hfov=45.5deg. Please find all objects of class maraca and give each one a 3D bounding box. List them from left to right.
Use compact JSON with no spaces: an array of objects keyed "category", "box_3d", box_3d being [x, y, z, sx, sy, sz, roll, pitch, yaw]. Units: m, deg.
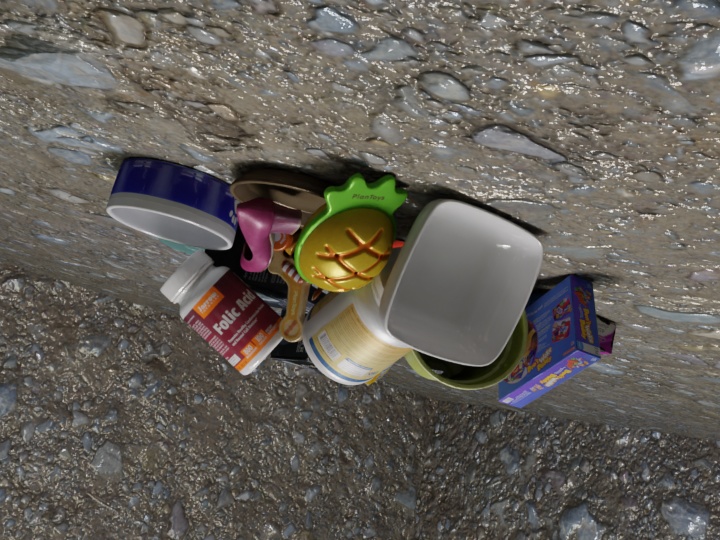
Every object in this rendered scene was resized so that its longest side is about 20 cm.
[{"category":"maraca","box_3d":[-0.013,-0.048,1.111,0.136,0.107,0.200,-3,139,-27]}]

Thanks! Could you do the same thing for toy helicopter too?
[{"category":"toy helicopter","box_3d":[-0.087,0.016,1.360,0.132,0.201,0.079,10,-173,17]}]

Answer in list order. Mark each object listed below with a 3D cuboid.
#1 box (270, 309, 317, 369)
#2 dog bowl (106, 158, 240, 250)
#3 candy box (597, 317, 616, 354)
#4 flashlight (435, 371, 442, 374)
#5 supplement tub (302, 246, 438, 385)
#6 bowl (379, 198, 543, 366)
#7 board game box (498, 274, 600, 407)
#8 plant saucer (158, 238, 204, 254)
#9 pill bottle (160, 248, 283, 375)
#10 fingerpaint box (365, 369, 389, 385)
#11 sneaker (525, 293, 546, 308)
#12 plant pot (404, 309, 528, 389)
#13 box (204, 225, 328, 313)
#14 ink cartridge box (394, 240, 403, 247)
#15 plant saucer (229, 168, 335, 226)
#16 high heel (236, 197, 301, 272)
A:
[{"category":"box","box_3d":[-0.084,0.089,1.681,0.086,0.201,0.164,20,168,-29]},{"category":"dog bowl","box_3d":[-0.286,-0.100,1.333,0.199,0.079,0.200,14,168,3]},{"category":"candy box","box_3d":[0.355,0.109,1.606,0.136,0.061,0.200,21,166,-31]},{"category":"flashlight","box_3d":[0.179,0.129,1.666,0.068,0.068,0.200,36,133,5]},{"category":"supplement tub","box_3d":[0.021,0.068,1.263,0.144,0.145,0.200,20,140,-28]},{"category":"bowl","box_3d":[0.124,0.013,1.134,0.199,0.201,0.075,21,-174,-27]},{"category":"board game box","box_3d":[0.291,0.115,1.352,0.045,0.135,0.200,19,143,-20]},{"category":"plant saucer","box_3d":[-0.322,-0.058,1.684,0.199,0.036,0.200,14,169,3]},{"category":"pill bottle","box_3d":[-0.224,0.066,1.412,0.200,0.114,0.114,43,165,-5]},{"category":"fingerpaint box","box_3d":[0.057,0.125,1.638,0.073,0.167,0.200,39,-175,9]},{"category":"sneaker","box_3d":[0.264,0.069,1.477,0.111,0.077,0.200,9,178,-28]},{"category":"plant pot","box_3d":[0.151,0.106,1.423,0.199,0.201,0.184,15,164,-7]},{"category":"box","box_3d":[-0.146,-0.003,1.538,0.199,0.118,0.197,9,168,28]},{"category":"ink cartridge box","box_3d":[0.109,0.008,1.458,0.162,0.057,0.200,16,173,-6]},{"category":"plant saucer","box_3d":[-0.087,-0.100,1.221,0.199,0.030,0.200,14,169,3]},{"category":"high heel","box_3d":[-0.166,-0.054,1.263,0.096,0.068,0.200,10,151,-25]}]
